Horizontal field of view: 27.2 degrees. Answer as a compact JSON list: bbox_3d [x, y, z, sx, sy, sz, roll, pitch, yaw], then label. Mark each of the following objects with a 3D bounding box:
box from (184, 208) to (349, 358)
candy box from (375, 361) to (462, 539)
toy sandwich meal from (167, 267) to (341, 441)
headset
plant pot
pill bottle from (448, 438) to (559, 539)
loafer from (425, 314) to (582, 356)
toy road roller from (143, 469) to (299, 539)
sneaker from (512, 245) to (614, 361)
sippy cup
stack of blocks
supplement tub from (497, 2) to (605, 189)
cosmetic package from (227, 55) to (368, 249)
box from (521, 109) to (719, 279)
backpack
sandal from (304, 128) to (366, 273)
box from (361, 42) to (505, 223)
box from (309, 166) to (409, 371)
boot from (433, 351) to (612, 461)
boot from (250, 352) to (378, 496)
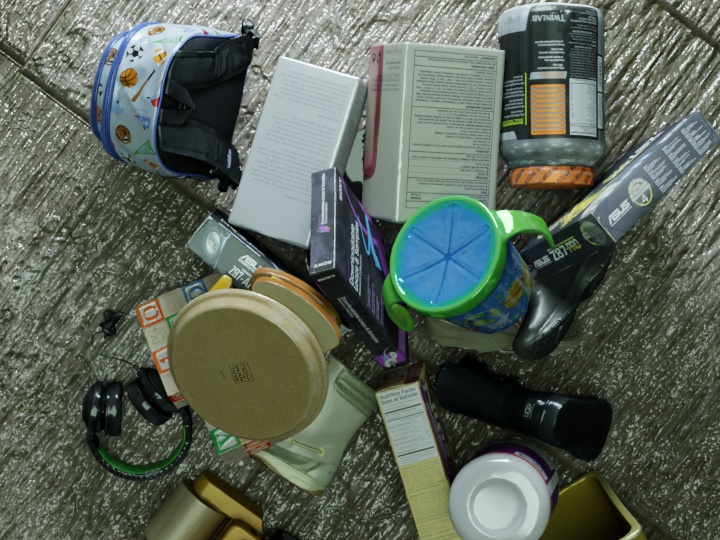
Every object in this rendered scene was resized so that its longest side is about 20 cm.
[{"bbox_3d":[-0.104,0.012,1.689,0.200,0.160,0.044,39,93,-4],"label":"box"},{"bbox_3d":[0.075,0.217,1.734,0.056,0.117,0.201,-15,95,9],"label":"candy box"},{"bbox_3d":[-0.113,0.089,1.603,0.204,0.070,0.206,8,118,15],"label":"toy sandwich meal"},{"bbox_3d":[-0.270,0.148,1.754,0.123,0.094,0.201,-15,111,0],"label":"headset"},{"bbox_3d":[0.262,0.389,1.730,0.194,0.196,0.200,-31,105,1],"label":"plant pot"},{"bbox_3d":[0.167,0.253,1.695,0.112,0.200,0.113,0,90,12],"label":"pill bottle"},{"bbox_3d":[0.164,0.061,1.750,0.199,0.068,0.076,11,57,-16],"label":"loafer"},{"bbox_3d":[-0.153,0.339,1.726,0.200,0.146,0.123,37,93,-5],"label":"toy road roller"},{"bbox_3d":[0.215,0.025,1.715,0.091,0.076,0.200,30,50,12],"label":"sneaker"},{"bbox_3d":[0.121,0.005,1.628,0.177,0.130,0.140,5,72,35],"label":"sippy cup"},{"bbox_3d":[-0.166,0.115,1.695,0.115,0.059,0.201,-23,72,-4],"label":"stack of blocks"},{"bbox_3d":[0.216,-0.194,1.689,0.122,0.123,0.201,1,89,-2],"label":"supplement tub"},{"bbox_3d":[-0.069,-0.132,1.703,0.101,0.071,0.201,18,89,11],"label":"cosmetic package"},{"bbox_3d":[0.288,-0.083,1.656,0.200,0.161,0.049,-42,96,-26],"label":"box"},{"bbox_3d":[-0.212,-0.193,1.652,0.153,0.190,0.201,8,95,14],"label":"backpack"},{"bbox_3d":[-0.017,-0.069,1.742,0.076,0.043,0.201,14,95,-3],"label":"sandal"},{"bbox_3d":[0.081,-0.154,1.689,0.127,0.109,0.201,2,96,-23],"label":"box"},{"bbox_3d":[0.000,0.000,1.653,0.036,0.143,0.200,-17,140,20],"label":"box"},{"bbox_3d":[0.191,0.157,1.746,0.168,0.200,0.077,19,89,31],"label":"boot"},{"bbox_3d":[-0.089,0.150,1.749,0.200,0.072,0.155,34,91,-4],"label":"boot"}]
